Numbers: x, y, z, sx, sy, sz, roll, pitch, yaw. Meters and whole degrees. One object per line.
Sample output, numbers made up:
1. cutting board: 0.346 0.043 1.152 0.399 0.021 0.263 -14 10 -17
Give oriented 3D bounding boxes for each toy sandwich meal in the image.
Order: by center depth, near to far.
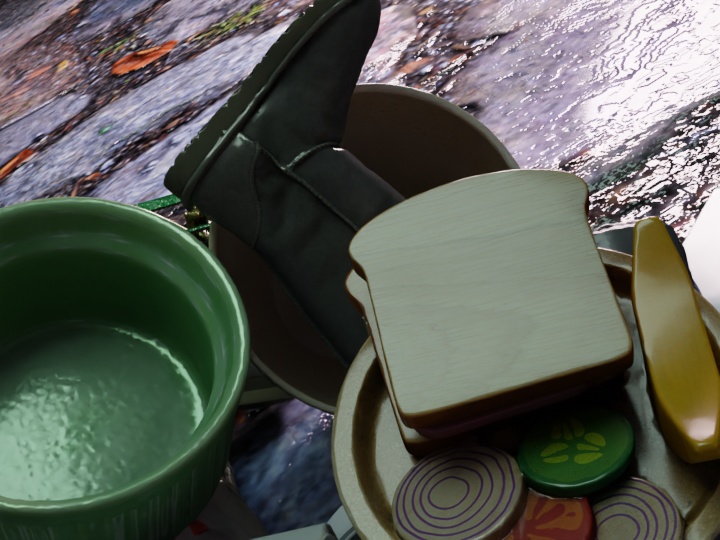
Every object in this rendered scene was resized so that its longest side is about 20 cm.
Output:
1. toy sandwich meal: 0.072 0.046 0.625 0.204 0.070 0.206 -8 52 11

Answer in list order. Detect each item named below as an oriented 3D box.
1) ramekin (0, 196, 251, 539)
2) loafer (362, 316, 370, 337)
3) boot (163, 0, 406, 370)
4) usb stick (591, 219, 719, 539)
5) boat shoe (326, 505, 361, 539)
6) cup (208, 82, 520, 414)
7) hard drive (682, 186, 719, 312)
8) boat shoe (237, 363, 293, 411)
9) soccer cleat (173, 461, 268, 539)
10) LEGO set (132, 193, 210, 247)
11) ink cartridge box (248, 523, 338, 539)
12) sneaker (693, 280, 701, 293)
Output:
1. ramekin: -0.159 0.067 0.804 0.199 0.098 0.201 2 52 -3
2. loafer: 0.066 0.045 0.719 0.076 0.068 0.200 -35 50 -15
3. boot: 0.013 -0.040 0.827 0.182 0.200 0.073 -51 -6 1
4. usb stick: 0.150 0.063 0.692 0.055 0.033 0.201 -4 59 -13
5. boat shoe: 0.075 0.128 0.736 0.199 0.070 0.066 -19 39 5
6. cup: 0.000 0.000 0.928 0.200 0.201 0.143 -35 -3 -14
7. hard drive: 0.273 -0.010 0.826 0.199 0.027 0.132 -4 35 40
8. boat shoe: -0.132 0.060 0.940 0.199 0.069 0.075 -2 -12 -42
9. soccer cleat: -0.102 0.130 0.903 0.077 0.070 0.200 -37 24 -23
10. LEGO set: -0.084 0.004 1.067 0.199 0.117 0.154 -20 20 -19
11. ink cartridge box: -0.097 0.216 0.717 0.199 0.083 0.147 -17 28 25
12. sneaker: 0.109 0.071 0.793 0.200 0.077 0.076 -44 23 8
